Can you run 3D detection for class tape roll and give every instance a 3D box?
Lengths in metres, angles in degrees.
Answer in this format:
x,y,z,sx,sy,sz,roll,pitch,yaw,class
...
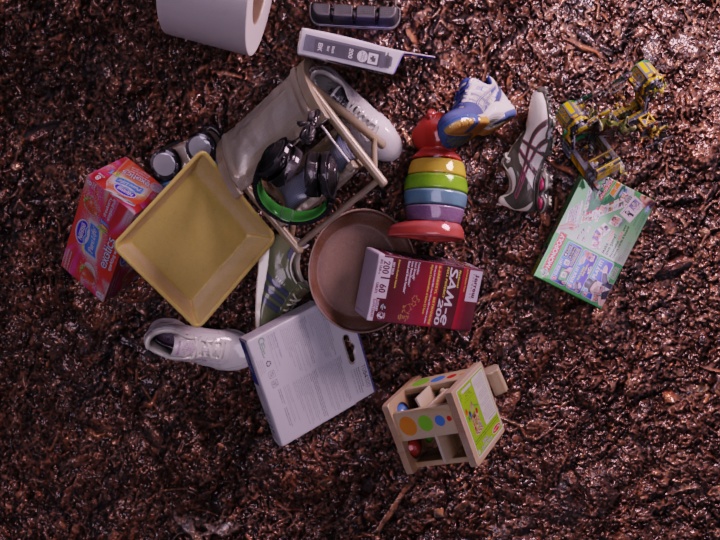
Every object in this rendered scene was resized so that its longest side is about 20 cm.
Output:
x,y,z,sx,sy,sz,roll,pitch,yaw,class
-0.211,-0.443,1.141,0.136,0.203,0.208,14,99,0,tape roll

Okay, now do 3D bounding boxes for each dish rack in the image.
x,y,z,sx,sy,sz,roll,pitch,yaw,class
-0.005,-0.495,1.205,0.149,0.055,0.206,3,97,-1,dish rack

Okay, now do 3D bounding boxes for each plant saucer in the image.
x,y,z,sx,sy,sz,roll,pitch,yaw,class
0.000,0.000,1.261,0.196,0.037,0.206,-2,94,-23,plant saucer
-0.260,-0.049,1.187,0.201,0.048,0.201,-50,125,-15,plant saucer

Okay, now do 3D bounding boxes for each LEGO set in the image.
x,y,z,sx,sy,sz,roll,pitch,yaw,class
0.408,-0.217,1.185,0.196,0.155,0.117,-24,61,-6,LEGO set

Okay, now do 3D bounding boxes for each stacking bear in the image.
x,y,z,sx,sy,sz,roll,pitch,yaw,class
0.120,-0.154,1.228,0.120,0.112,0.206,6,86,-43,stacking bear

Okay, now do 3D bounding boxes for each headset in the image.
x,y,z,sx,sy,sz,roll,pitch,yaw,class
-0.087,-0.136,1.059,0.121,0.095,0.202,16,133,-7,headset

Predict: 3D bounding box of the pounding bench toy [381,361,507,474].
x,y,z,sx,sy,sz,roll,pitch,yaw,class
0.150,0.236,1.286,0.154,0.199,0.127,-17,97,35,pounding bench toy

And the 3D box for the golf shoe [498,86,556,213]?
x,y,z,sx,sy,sz,roll,pitch,yaw,class
0.274,-0.197,1.237,0.086,0.077,0.206,4,98,9,golf shoe

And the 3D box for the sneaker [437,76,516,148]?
x,y,z,sx,sy,sz,roll,pitch,yaw,class
0.166,-0.253,1.186,0.075,0.199,0.089,-33,86,39,sneaker

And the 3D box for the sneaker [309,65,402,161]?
x,y,z,sx,sy,sz,roll,pitch,yaw,class
-0.012,-0.250,1.229,0.199,0.081,0.077,41,96,-7,sneaker

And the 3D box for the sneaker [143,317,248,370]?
x,y,z,sx,sy,sz,roll,pitch,yaw,class
-0.272,0.135,1.281,0.195,0.100,0.077,10,97,-2,sneaker

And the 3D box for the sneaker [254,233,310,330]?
x,y,z,sx,sy,sz,roll,pitch,yaw,class
-0.128,0.039,1.279,0.087,0.067,0.206,4,96,6,sneaker

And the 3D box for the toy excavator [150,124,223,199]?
x,y,z,sx,sy,sz,roll,pitch,yaw,class
-0.281,-0.112,1.253,0.191,0.100,0.203,-22,106,5,toy excavator

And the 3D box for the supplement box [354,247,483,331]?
x,y,z,sx,sy,sz,roll,pitch,yaw,class
0.097,0.033,1.246,0.196,0.061,0.112,7,100,-24,supplement box

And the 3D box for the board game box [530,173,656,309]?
x,y,z,sx,sy,sz,roll,pitch,yaw,class
0.391,-0.055,1.278,0.132,0.029,0.203,25,98,-2,board game box

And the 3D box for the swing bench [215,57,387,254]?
x,y,z,sx,sy,sz,roll,pitch,yaw,class
-0.092,-0.173,1.164,0.198,0.131,0.199,-36,119,24,swing bench

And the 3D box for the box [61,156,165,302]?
x,y,z,sx,sy,sz,roll,pitch,yaw,class
-0.393,-0.064,1.210,0.099,0.095,0.201,37,126,6,box

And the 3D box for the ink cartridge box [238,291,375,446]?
x,y,z,sx,sy,sz,roll,pitch,yaw,class
-0.086,0.161,1.280,0.197,0.043,0.201,-26,110,-27,ink cartridge box

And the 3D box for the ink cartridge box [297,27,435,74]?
x,y,z,sx,sy,sz,roll,pitch,yaw,class
0.011,-0.328,1.157,0.195,0.199,0.044,11,106,0,ink cartridge box
